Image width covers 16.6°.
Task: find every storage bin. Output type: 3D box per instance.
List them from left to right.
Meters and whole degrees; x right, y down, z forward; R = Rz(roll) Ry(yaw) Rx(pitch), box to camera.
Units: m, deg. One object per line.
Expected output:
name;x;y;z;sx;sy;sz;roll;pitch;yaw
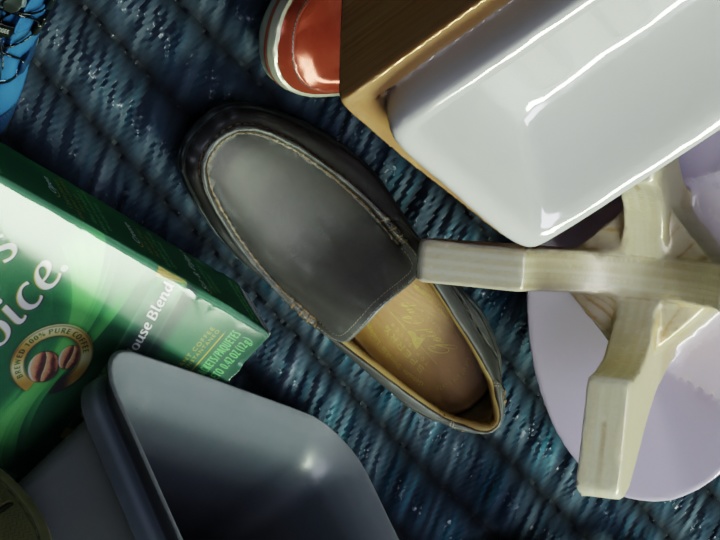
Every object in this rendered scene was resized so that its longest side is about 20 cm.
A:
storage bin;-0.079;0.144;1.071;0.134;0.146;0.200;-38;151;19

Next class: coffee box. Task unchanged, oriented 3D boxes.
coffee box;-0.147;0.021;1.044;0.123;0.044;0.200;-46;133;11

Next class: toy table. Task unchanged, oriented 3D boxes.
toy table;0.127;0.006;1.093;0.183;0.117;0.201;-6;90;18

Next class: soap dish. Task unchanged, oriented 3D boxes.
soap dish;0.099;-0.107;0.967;0.200;0.081;0.157;-35;149;13

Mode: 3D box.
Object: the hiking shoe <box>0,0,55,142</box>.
hiking shoe;-0.150;-0.126;0.988;0.074;0.087;0.201;8;108;-23

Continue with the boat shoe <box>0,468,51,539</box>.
boat shoe;-0.206;0.109;1.023;0.075;0.199;0.069;-30;132;-47

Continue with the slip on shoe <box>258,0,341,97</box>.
slip on shoe;0.052;-0.116;1.083;0.199;0.061;0.075;-11;117;-14

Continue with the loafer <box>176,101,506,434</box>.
loafer;0.000;0.000;1.105;0.200;0.072;0.073;40;96;-28
